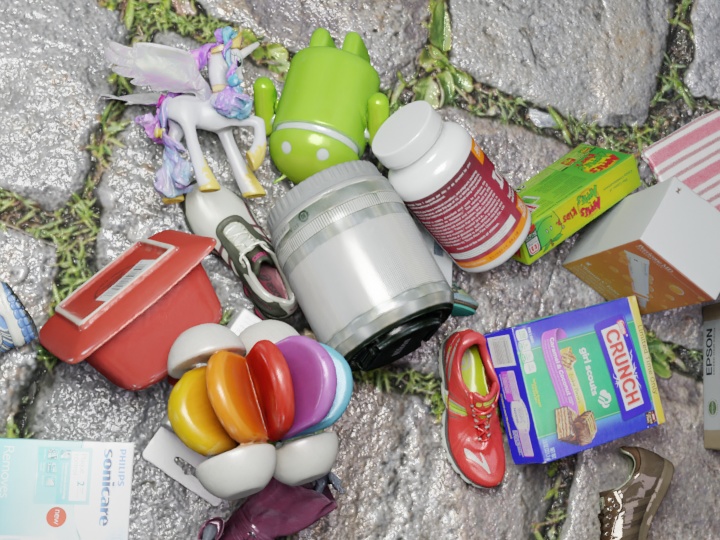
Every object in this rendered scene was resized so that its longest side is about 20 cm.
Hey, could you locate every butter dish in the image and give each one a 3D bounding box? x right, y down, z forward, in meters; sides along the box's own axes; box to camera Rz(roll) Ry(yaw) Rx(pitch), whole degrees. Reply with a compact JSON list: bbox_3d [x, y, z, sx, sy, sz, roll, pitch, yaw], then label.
[{"bbox_3d":[-0.229,0.064,1.157,0.200,0.199,0.148,-41,112,-18],"label":"butter dish"}]

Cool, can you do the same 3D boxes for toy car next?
[{"bbox_3d":[-0.090,0.125,1.068,0.199,0.150,0.176,0,63,-46],"label":"toy car"}]

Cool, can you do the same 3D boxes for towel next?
[{"bbox_3d":[0.492,-0.110,1.476,0.145,0.030,0.201,-27,88,-19],"label":"towel"}]

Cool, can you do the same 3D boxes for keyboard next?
[{"bbox_3d":[0.089,-0.028,1.304,0.056,0.011,0.202,19,51,-17],"label":"keyboard"}]

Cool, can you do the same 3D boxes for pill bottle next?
[{"bbox_3d":[0.106,-0.100,1.238,0.200,0.113,0.113,46,70,-30],"label":"pill bottle"}]

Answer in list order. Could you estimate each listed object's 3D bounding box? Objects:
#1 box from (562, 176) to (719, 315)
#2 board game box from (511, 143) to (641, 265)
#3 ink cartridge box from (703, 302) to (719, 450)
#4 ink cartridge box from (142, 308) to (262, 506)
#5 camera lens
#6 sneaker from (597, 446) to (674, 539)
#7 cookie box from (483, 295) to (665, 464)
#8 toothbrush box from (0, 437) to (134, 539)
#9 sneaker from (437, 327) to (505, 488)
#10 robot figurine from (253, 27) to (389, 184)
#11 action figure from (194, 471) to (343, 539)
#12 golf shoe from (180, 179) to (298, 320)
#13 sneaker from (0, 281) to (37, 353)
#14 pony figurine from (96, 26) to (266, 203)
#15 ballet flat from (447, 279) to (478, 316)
[{"bbox_3d":[0.368,-0.024,1.331,0.124,0.200,0.098,37,73,-8],"label":"box"},{"bbox_3d":[0.253,-0.089,1.354,0.199,0.101,0.048,-34,119,-19],"label":"board game box"},{"bbox_3d":[0.521,0.137,1.371,0.074,0.165,0.202,5,80,-14],"label":"ink cartridge box"},{"bbox_3d":[-0.150,0.160,1.214,0.116,0.068,0.201,35,74,-9],"label":"ink cartridge box"},{"bbox_3d":[0.000,0.000,1.178,0.159,0.160,0.201,-23,73,-19],"label":"camera lens"},{"bbox_3d":[0.332,0.322,1.348,0.075,0.071,0.201,26,71,8],"label":"sneaker"},{"bbox_3d":[0.272,0.137,1.329,0.198,0.075,0.173,-12,87,-27],"label":"cookie box"},{"bbox_3d":[-0.350,0.255,1.131,0.198,0.085,0.148,6,80,-17],"label":"toothbrush box"},{"bbox_3d":[0.140,0.170,1.292,0.076,0.085,0.202,-10,84,-17],"label":"sneaker"},{"bbox_3d":[-0.043,-0.189,1.274,0.174,0.116,0.202,11,75,15],"label":"robot figurine"},{"bbox_3d":[-0.124,0.283,1.190,0.200,0.149,0.134,-41,117,7],"label":"action figure"},{"bbox_3d":[-0.135,-0.032,1.240,0.077,0.088,0.201,-39,92,-17],"label":"golf shoe"},{"bbox_3d":[-0.442,0.010,1.147,0.085,0.077,0.201,-35,92,-14],"label":"sneaker"},{"bbox_3d":[-0.197,-0.183,1.205,0.191,0.166,0.202,-6,83,-21],"label":"pony figurine"},{"bbox_3d":[0.054,0.017,1.300,0.198,0.074,0.075,4,80,-18],"label":"ballet flat"}]
